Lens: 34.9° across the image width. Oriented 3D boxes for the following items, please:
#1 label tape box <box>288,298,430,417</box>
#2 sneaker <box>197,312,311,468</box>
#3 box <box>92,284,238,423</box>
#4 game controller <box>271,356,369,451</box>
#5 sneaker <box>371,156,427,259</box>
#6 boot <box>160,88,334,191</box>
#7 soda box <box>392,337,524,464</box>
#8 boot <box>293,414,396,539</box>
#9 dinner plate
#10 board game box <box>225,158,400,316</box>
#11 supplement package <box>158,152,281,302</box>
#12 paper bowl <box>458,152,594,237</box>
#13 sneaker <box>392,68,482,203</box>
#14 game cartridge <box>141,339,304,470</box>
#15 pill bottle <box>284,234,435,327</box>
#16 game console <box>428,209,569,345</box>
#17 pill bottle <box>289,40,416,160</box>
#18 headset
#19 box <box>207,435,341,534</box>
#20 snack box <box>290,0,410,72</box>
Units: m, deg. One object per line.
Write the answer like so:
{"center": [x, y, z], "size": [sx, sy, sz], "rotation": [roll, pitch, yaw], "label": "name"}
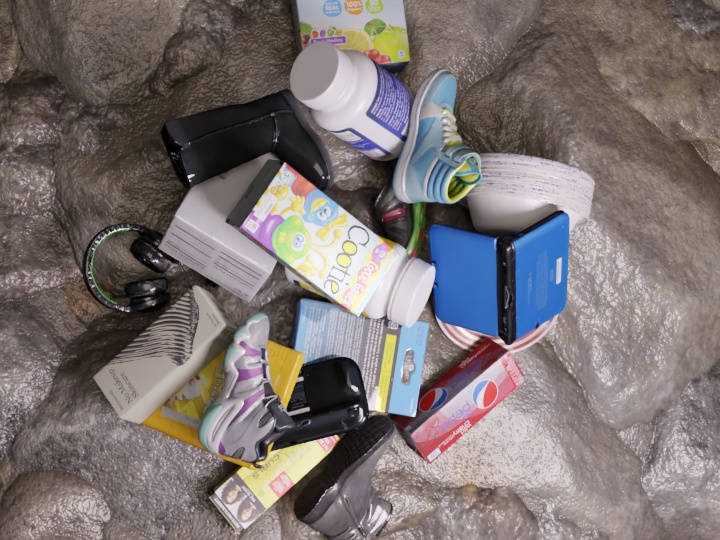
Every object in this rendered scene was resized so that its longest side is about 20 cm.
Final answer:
{"center": [-0.008, 0.130, 1.696], "size": [0.197, 0.063, 0.147], "rotation": [11, 86, -10], "label": "label tape box"}
{"center": [-0.126, 0.170, 1.559], "size": [0.138, 0.078, 0.203], "rotation": [19, 92, 17], "label": "sneaker"}
{"center": [-0.272, 0.119, 1.610], "size": [0.200, 0.068, 0.082], "rotation": [-42, 70, 2], "label": "box"}
{"center": [-0.087, 0.192, 1.626], "size": [0.197, 0.042, 0.106], "rotation": [-15, 72, 13], "label": "game controller"}
{"center": [0.056, -0.084, 1.731], "size": [0.082, 0.077, 0.204], "rotation": [7, 84, 11], "label": "sneaker"}
{"center": [-0.153, -0.155, 1.556], "size": [0.198, 0.066, 0.166], "rotation": [-20, 68, -33], "label": "boot"}
{"center": [0.148, 0.194, 1.714], "size": [0.199, 0.070, 0.064], "rotation": [-38, 115, -11], "label": "soda box"}
{"center": [0.006, 0.314, 1.669], "size": [0.200, 0.070, 0.131], "rotation": [-47, 121, 5], "label": "boot"}
{"center": [0.207, 0.037, 1.730], "size": [0.196, 0.024, 0.203], "rotation": [0, 116, 0], "label": "dinner plate"}
{"center": [-0.063, -0.044, 1.510], "size": [0.199, 0.103, 0.106], "rotation": [37, 85, -19], "label": "board game box"}
{"center": [-0.168, -0.091, 1.626], "size": [0.154, 0.111, 0.202], "rotation": [31, 58, -8], "label": "supplement package"}
{"center": [0.241, -0.099, 1.694], "size": [0.197, 0.201, 0.106], "rotation": [12, 85, -10], "label": "paper bowl"}
{"center": [0.131, -0.186, 1.637], "size": [0.079, 0.129, 0.203], "rotation": [16, 88, -50], "label": "sneaker"}
{"center": [-0.197, 0.169, 1.628], "size": [0.197, 0.032, 0.179], "rotation": [17, 82, 21], "label": "game cartridge"}
{"center": [0.000, 0.000, 1.650], "size": [0.198, 0.114, 0.116], "rotation": [24, 81, 15], "label": "pill bottle"}
{"center": [0.203, -0.004, 1.659], "size": [0.169, 0.202, 0.118], "rotation": [-29, 48, -20], "label": "game console"}
{"center": [-0.007, -0.247, 1.648], "size": [0.199, 0.118, 0.122], "rotation": [26, 78, -51], "label": "pill bottle"}
{"center": [-0.294, 0.002, 1.634], "size": [0.197, 0.094, 0.126], "rotation": [11, 84, -27], "label": "headset"}
{"center": [-0.125, 0.288, 1.668], "size": [0.199, 0.050, 0.076], "rotation": [-40, 93, -12], "label": "box"}
{"center": [-0.021, -0.401, 1.732], "size": [0.166, 0.068, 0.204], "rotation": [-7, 86, -11], "label": "snack box"}
